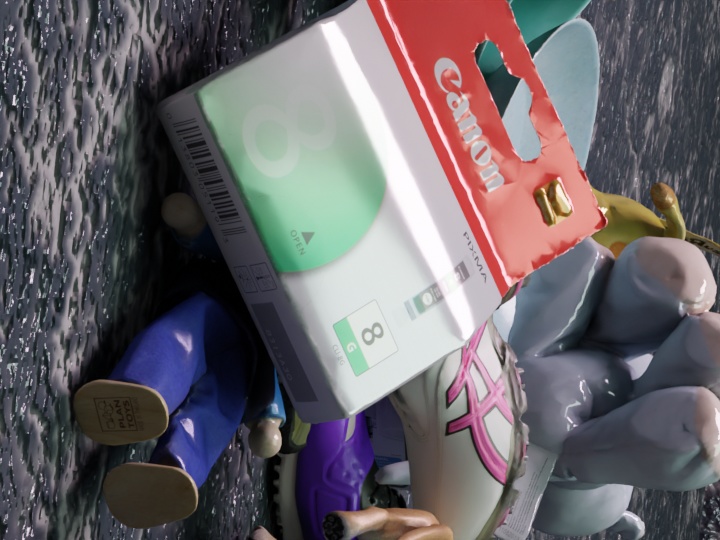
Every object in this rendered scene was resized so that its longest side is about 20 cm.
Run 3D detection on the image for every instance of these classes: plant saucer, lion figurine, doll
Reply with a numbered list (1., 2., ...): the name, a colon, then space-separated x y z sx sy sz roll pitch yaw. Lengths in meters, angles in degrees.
1. plant saucer: 0.076 -0.046 1.455 0.202 0.038 0.201 90 26 -43
2. lion figurine: -0.009 0.152 1.285 0.122 0.199 0.073 -7 83 -44
3. doll: -0.069 0.030 1.192 0.200 0.048 0.137 -57 134 -61

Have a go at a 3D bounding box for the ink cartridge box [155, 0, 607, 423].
1. ink cartridge box: 0.023 -0.047 1.206 0.199 0.050 0.162 -31 101 -28

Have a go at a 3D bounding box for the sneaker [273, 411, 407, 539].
1. sneaker: 0.008 0.148 1.438 0.070 0.099 0.201 -50 144 -67

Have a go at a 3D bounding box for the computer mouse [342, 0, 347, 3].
1. computer mouse: 0.069 -0.158 1.284 0.046 0.140 0.201 -34 149 -46

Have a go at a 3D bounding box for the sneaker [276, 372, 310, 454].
1. sneaker: 0.000 0.000 1.321 0.077 0.088 0.201 -32 -138 63

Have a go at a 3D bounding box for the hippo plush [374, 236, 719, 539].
1. hippo plush: 0.135 0.093 1.440 0.201 0.159 0.161 -58 156 -19

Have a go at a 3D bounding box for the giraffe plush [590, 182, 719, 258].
1. giraffe plush: 0.106 0.026 1.611 0.173 0.199 0.163 67 44 -67

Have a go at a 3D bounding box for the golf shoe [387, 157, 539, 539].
1. golf shoe: 0.032 0.041 1.290 0.092 0.072 0.201 -5 100 -30

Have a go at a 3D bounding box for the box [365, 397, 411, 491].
1. box: 0.012 0.009 1.473 0.117 0.060 0.201 -64 156 -52

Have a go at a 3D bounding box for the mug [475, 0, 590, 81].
1. mug: 0.075 -0.201 1.428 0.152 0.114 0.185 -36 162 -41
